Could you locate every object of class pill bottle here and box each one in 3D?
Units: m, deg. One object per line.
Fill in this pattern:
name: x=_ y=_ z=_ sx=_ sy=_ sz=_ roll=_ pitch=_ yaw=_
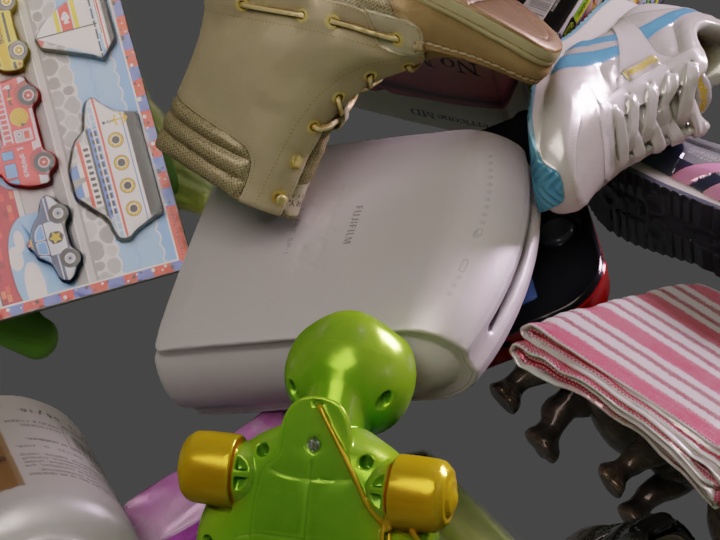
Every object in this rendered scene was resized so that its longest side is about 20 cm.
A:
pill bottle: x=-0.173 y=0.154 z=1.380 sx=0.114 sy=0.114 sz=0.200 roll=-31 pitch=28 yaw=-6

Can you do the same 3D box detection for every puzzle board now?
puzzle board: x=-0.194 y=-0.077 z=1.503 sx=0.150 sy=0.017 sz=0.200 roll=-16 pitch=80 yaw=-1

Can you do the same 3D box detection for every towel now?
towel: x=0.187 y=0.061 z=1.402 sx=0.146 sy=0.200 sz=0.030 roll=35 pitch=116 yaw=28

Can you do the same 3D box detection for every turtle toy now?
turtle toy: x=-0.015 y=0.120 z=1.337 sx=0.145 sy=0.101 sz=0.200 roll=7 pitch=90 yaw=15

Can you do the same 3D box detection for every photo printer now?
photo printer: x=0.000 y=0.000 z=1.455 sx=0.200 sy=0.070 sz=0.167 roll=-5 pitch=45 yaw=26

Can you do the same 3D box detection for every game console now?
game console: x=0.037 y=-0.004 z=1.510 sx=0.200 sy=0.031 sz=0.177 roll=-21 pitch=45 yaw=9

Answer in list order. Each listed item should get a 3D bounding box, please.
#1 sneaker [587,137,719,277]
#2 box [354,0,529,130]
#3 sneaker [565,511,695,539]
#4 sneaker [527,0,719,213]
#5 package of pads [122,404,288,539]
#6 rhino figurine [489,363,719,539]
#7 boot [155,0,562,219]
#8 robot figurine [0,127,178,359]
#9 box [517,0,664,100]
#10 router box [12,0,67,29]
sneaker: x=0.227 y=-0.031 z=1.489 sx=0.200 sy=0.070 sz=0.082 roll=31 pitch=51 yaw=26
box: x=0.038 y=-0.181 z=1.545 sx=0.128 sy=0.200 sz=0.109 roll=14 pitch=65 yaw=20
sneaker: x=0.114 y=0.192 z=1.328 sx=0.076 sy=0.114 sz=0.199 roll=49 pitch=52 yaw=-6
sneaker: x=0.149 y=-0.096 z=1.468 sx=0.081 sy=0.077 sz=0.200 roll=8 pitch=35 yaw=24
package of pads: x=-0.033 y=0.182 z=1.422 sx=0.120 sy=0.076 sz=0.200 roll=-33 pitch=58 yaw=-10
rhino figurine: x=0.168 y=0.097 z=1.430 sx=0.087 sy=0.060 sz=0.200 roll=-43 pitch=56 yaw=-13
boot: x=-0.004 y=-0.097 z=1.422 sx=0.200 sy=0.073 sz=0.156 roll=21 pitch=104 yaw=8
robot figurine: x=-0.211 y=-0.036 z=1.570 sx=0.200 sy=0.116 sz=0.176 roll=-11 pitch=52 yaw=7
box: x=0.157 y=-0.190 z=1.576 sx=0.035 sy=0.110 sz=0.200 roll=23 pitch=68 yaw=24
router box: x=-0.262 y=-0.128 z=1.614 sx=0.200 sy=0.049 sz=0.180 roll=-26 pitch=15 yaw=-2
